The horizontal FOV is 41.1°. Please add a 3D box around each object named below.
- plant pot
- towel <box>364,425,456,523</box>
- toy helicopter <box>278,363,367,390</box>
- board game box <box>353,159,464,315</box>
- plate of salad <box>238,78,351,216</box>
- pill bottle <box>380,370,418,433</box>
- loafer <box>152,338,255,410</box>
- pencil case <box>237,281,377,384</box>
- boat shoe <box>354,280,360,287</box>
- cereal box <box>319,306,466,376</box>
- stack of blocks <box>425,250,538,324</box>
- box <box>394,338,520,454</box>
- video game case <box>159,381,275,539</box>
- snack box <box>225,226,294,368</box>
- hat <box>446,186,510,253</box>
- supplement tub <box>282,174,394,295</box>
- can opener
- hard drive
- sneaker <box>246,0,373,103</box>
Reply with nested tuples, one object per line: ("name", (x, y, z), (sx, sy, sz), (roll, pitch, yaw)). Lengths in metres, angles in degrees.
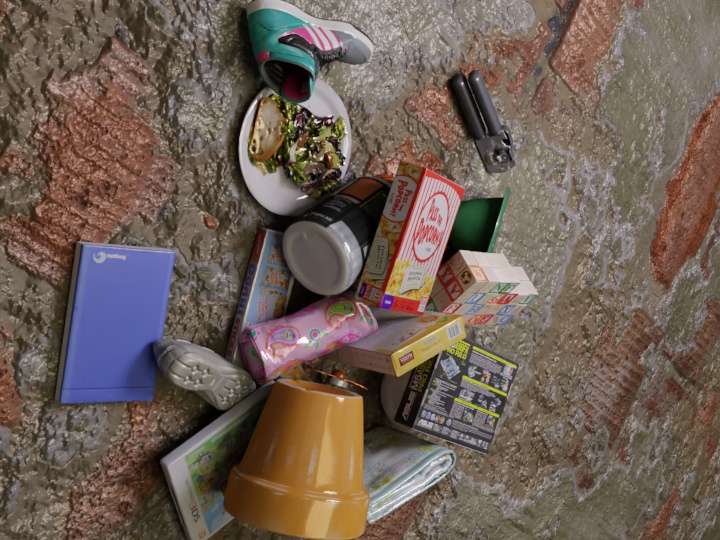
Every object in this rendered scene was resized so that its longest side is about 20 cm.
("plant pot", (-0.075, 0.252, 1.327), (0.199, 0.200, 0.185), (12, 88, -43))
("towel", (0.023, 0.309, 1.494), (0.199, 0.171, 0.048), (-23, 114, -35))
("toy helicopter", (-0.068, 0.184, 1.446), (0.132, 0.079, 0.200), (-50, 127, -24))
("board game box", (0.072, -0.042, 1.362), (0.151, 0.046, 0.201), (12, 97, -63))
("plate of salad", (-0.083, -0.175, 1.355), (0.199, 0.048, 0.201), (-12, 108, -39))
("pill bottle", (0.140, 0.195, 1.606), (0.199, 0.112, 0.113), (-11, 109, -39))
("loafer", (-0.210, 0.139, 1.312), (0.070, 0.070, 0.200), (-48, 148, -2))
("pencil case", (-0.073, 0.086, 1.361), (0.199, 0.087, 0.088), (-24, 117, -25))
("boat shoe", (0.000, 0.000, 1.469), (0.199, 0.071, 0.070), (3, 75, -37))
("cereal box", (0.039, 0.099, 1.432), (0.143, 0.199, 0.040), (-26, 109, -33))
("stack of blocks", (0.195, 0.030, 1.525), (0.199, 0.059, 0.115), (4, 140, -46))
("box", (0.156, 0.190, 1.513), (0.199, 0.044, 0.161), (25, 82, -43))
("video game case", (-0.182, 0.278, 1.377), (0.200, 0.022, 0.183), (-35, 136, -30))
("snack box", (-0.137, 0.042, 1.380), (0.072, 0.024, 0.201), (13, 92, -42))
("hat", (0.143, -0.083, 1.600), (0.200, 0.175, 0.167), (-4, 111, -82))
("supplement tub", (-0.010, -0.059, 1.385), (0.200, 0.122, 0.123), (-38, 125, -45))
("can opener", (0.211, -0.251, 1.605), (0.201, 0.053, 0.067), (62, 29, -33))
("hard drive", (-0.313, 0.068, 1.230), (0.131, 0.025, 0.201), (4, 99, -42))
("sneaker", (-0.064, -0.282, 1.296), (0.199, 0.083, 0.122), (10, 71, -36))
